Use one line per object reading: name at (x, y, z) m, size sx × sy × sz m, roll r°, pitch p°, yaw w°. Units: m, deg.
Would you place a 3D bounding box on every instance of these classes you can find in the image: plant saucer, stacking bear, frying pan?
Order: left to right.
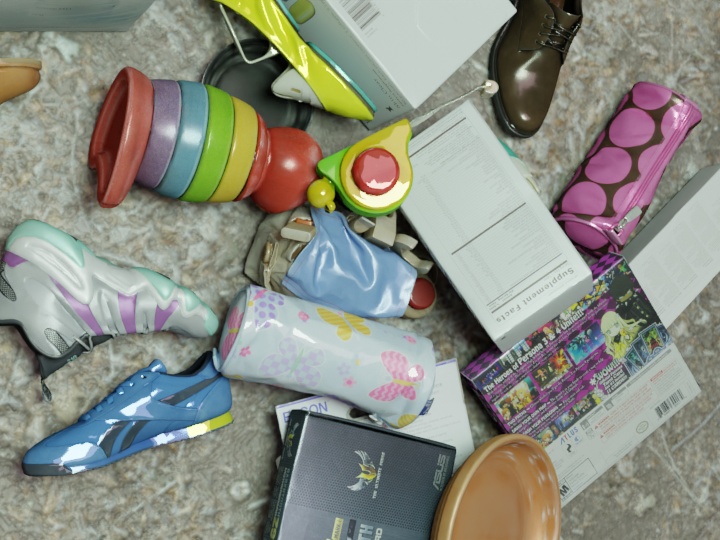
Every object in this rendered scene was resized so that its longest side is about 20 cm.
stacking bear at (-0.128, -0.105, 1.204) m, size 0.199 × 0.122 × 0.114 m, roll 12°, pitch 116°, yaw -24°
frying pan at (-0.068, -0.146, 1.289) m, size 0.190 × 0.031 × 0.115 m, roll 27°, pitch 78°, yaw -21°
plant saucer at (0.125, 0.252, 1.270) m, size 0.200 × 0.037 × 0.201 m, roll -8°, pitch 101°, yaw -51°

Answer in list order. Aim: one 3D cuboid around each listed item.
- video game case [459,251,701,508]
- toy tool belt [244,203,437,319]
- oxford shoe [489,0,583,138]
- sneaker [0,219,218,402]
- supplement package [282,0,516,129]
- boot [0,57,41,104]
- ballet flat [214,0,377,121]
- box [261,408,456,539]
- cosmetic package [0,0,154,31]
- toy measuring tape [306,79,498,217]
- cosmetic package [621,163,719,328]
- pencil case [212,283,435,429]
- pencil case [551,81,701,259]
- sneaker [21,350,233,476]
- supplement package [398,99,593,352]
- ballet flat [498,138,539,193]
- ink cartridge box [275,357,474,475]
video game case at (0.225, 0.112, 1.349) m, size 0.200 × 0.036 × 0.182 m, roll -38°, pitch 111°, yaw -9°
toy tool belt at (0.000, 0.000, 1.255) m, size 0.199 × 0.123 × 0.125 m, roll 19°, pitch 79°, yaw -20°
oxford shoe at (0.184, -0.235, 1.372) m, size 0.072 × 0.084 × 0.201 m, roll 13°, pitch 83°, yaw -22°
sneaker at (-0.237, 0.056, 1.185) m, size 0.199 × 0.078 × 0.140 m, roll 24°, pitch 79°, yaw -10°
supplement package at (0.017, -0.267, 1.291) m, size 0.156 × 0.111 × 0.200 m, roll -45°, pitch 101°, yaw -20°
boot at (-0.349, -0.091, 1.150) m, size 0.199 × 0.074 × 0.155 m, roll -20°, pitch 92°, yaw -10°
ballet flat at (-0.070, -0.202, 1.253) m, size 0.067 × 0.067 × 0.200 m, roll -41°, pitch 99°, yaw -1°
box at (-0.008, 0.240, 1.224) m, size 0.157 × 0.051 × 0.201 m, roll 17°, pitch 80°, yaw -20°
cosmetic package at (-0.274, -0.278, 1.125) m, size 0.198 × 0.200 × 0.124 m, roll -4°, pitch 87°, yaw -22°
toy measuring tape at (0.046, -0.099, 1.201) m, size 0.199 × 0.074 × 0.074 m, roll -27°, pitch 96°, yaw -8°
cosmetic package at (0.340, -0.020, 1.434) m, size 0.200 × 0.051 × 0.083 m, roll -43°, pitch 100°, yaw -19°
pencil case at (-0.031, 0.079, 1.217) m, size 0.199 × 0.083 × 0.091 m, roll 19°, pitch 121°, yaw -16°
pencil case at (0.281, -0.105, 1.395) m, size 0.091 × 0.094 × 0.200 m, roll 36°, pitch 73°, yaw -15°
sneaker at (-0.209, 0.125, 1.188) m, size 0.199 × 0.066 × 0.079 m, roll -17°, pitch 99°, yaw -27°
supplement package at (0.118, -0.038, 1.264) m, size 0.114 × 0.110 × 0.200 m, roll -34°, pitch 77°, yaw 4°
ballet flat at (0.165, -0.055, 1.355) m, size 0.067 × 0.070 × 0.201 m, roll -26°, pitch 95°, yaw -22°
ink cartridge box at (0.022, 0.202, 1.289) m, size 0.197 × 0.043 × 0.201 m, roll -12°, pitch 92°, yaw -23°
